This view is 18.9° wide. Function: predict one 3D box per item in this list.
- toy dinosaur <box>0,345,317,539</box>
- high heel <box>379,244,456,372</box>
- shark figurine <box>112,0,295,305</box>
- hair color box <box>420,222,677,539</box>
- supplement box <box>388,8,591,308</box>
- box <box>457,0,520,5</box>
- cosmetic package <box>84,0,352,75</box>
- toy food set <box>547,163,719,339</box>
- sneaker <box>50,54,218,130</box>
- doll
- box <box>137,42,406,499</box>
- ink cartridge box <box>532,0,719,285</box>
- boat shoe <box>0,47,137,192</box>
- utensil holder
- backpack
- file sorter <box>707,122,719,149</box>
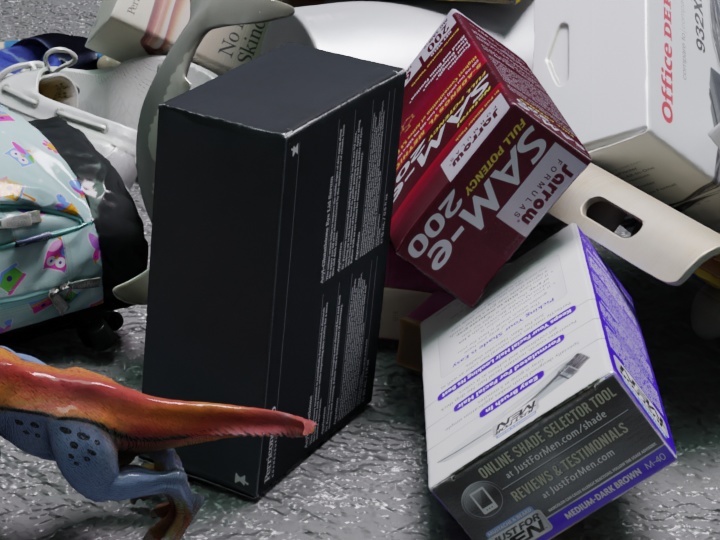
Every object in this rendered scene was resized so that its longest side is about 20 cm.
[{"bbox_3d":[-0.155,0.055,1.040,0.181,0.200,0.105,43,20,-26],"label":"toy dinosaur"},{"bbox_3d":[0.000,0.000,1.309,0.200,0.067,0.096,19,30,26],"label":"high heel"},{"bbox_3d":[-0.102,-0.069,1.214,0.128,0.215,0.089,-19,29,-21],"label":"shark figurine"},{"bbox_3d":[0.093,0.060,1.128,0.109,0.065,0.200,-34,17,14],"label":"hair color box"},{"bbox_3d":[0.059,-0.070,1.254,0.061,0.109,0.200,34,13,-19],"label":"supplement box"},{"bbox_3d":[0.032,-0.222,1.472,0.200,0.049,0.160,6,21,18],"label":"box"},{"bbox_3d":[-0.084,-0.175,1.564,0.200,0.103,0.087,21,-15,-15],"label":"cosmetic package"},{"bbox_3d":[0.202,0.010,1.260,0.200,0.060,0.143,25,7,-38],"label":"toy food set"},{"bbox_3d":[-0.152,-0.116,1.559,0.200,0.075,0.088,9,3,29],"label":"sneaker"},{"bbox_3d":[-0.249,-0.158,1.674,0.136,0.049,0.200,11,22,35],"label":"doll"},{"bbox_3d":[-0.047,-0.003,1.138,0.079,0.200,0.141,14,24,20],"label":"box"},{"bbox_3d":[0.199,-0.098,1.363,0.084,0.145,0.200,-17,-32,35],"label":"ink cartridge box"},{"bbox_3d":[-0.220,-0.113,1.492,0.202,0.086,0.075,27,-6,39],"label":"boat shoe"},{"bbox_3d":[0.048,-0.102,1.450,0.200,0.170,0.170,-7,25,-20],"label":"utensil holder"},{"bbox_3d":[-0.241,-0.024,1.252,0.200,0.127,0.167,-12,31,-28],"label":"backpack"},{"bbox_3d":[0.330,-0.047,1.265,0.200,0.125,0.139,51,23,13],"label":"file sorter"}]
